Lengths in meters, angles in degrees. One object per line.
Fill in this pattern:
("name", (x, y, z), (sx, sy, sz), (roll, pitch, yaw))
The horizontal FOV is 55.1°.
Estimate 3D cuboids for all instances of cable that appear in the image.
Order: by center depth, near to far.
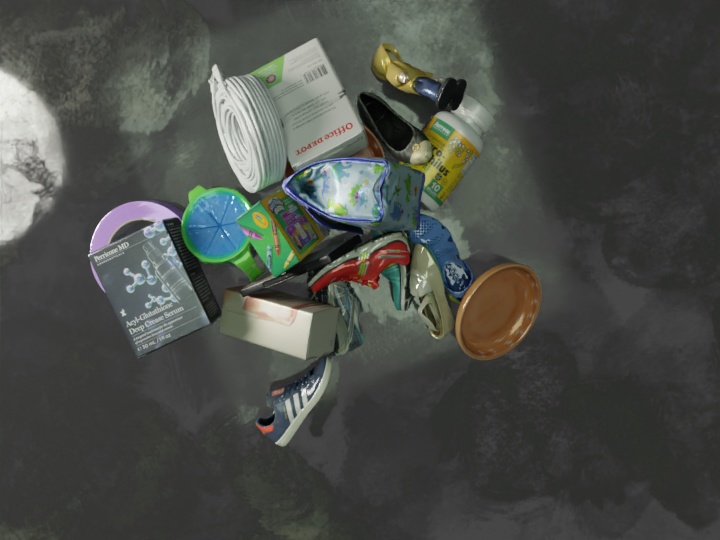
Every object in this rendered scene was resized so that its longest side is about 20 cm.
("cable", (-0.198, -0.244, 1.229), (0.068, 0.202, 0.201), (-22, 55, -24))

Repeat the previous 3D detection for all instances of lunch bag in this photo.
("lunch bag", (-0.011, -0.130, 1.188), (0.197, 0.169, 0.130), (10, 93, 27))

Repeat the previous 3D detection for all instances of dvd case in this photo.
("dvd case", (-0.106, -0.009, 1.244), (0.198, 0.143, 0.018), (-20, 98, 26))

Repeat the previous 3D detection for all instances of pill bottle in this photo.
("pill bottle", (0.156, -0.219, 1.277), (0.112, 0.113, 0.201), (38, 94, -5))

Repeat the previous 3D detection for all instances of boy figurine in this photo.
("boy figurine", (0.100, -0.353, 1.255), (0.199, 0.123, 0.065), (40, 122, 34))

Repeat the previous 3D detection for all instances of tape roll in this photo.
("tape roll", (-0.404, -0.030, 1.309), (0.196, 0.066, 0.204), (0, 97, -2))

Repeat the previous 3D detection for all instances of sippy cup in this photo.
("sippy cup", (-0.244, -0.067, 1.267), (0.137, 0.130, 0.181), (-3, 77, 4))

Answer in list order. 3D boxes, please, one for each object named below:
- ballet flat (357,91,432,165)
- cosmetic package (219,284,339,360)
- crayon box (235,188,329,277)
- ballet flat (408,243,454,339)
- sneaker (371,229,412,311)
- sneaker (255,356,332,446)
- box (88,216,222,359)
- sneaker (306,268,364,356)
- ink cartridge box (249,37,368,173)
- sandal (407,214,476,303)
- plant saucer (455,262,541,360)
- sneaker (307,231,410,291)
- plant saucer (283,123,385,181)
("ballet flat", (0.056, -0.254, 1.249), (0.067, 0.057, 0.200), (-48, 58, 6))
("cosmetic package", (-0.149, 0.091, 1.269), (0.197, 0.103, 0.089), (14, 99, 26))
("crayon box", (-0.131, -0.077, 1.215), (0.058, 0.200, 0.120), (-31, 97, 19))
("ballet flat", (0.128, 0.046, 1.297), (0.069, 0.070, 0.202), (-24, 119, 1))
("sneaker", (0.058, -0.020, 1.328), (0.078, 0.077, 0.204), (-12, 92, 19))
("sneaker", (-0.132, 0.242, 1.341), (0.084, 0.075, 0.201), (33, 95, -9))
("box", (-0.361, 0.027, 1.231), (0.147, 0.107, 0.203), (-24, 96, 2))
("sneaker", (-0.044, 0.061, 1.333), (0.085, 0.077, 0.204), (-5, 81, -38))
("ink cartridge box", (-0.092, -0.289, 1.249), (0.144, 0.084, 0.202), (-26, 78, 2))
("sandal", (0.162, -0.021, 1.314), (0.079, 0.087, 0.201), (-38, 94, 5))
("plant saucer", (0.258, 0.075, 1.311), (0.197, 0.037, 0.203), (-15, 122, -25))
("sneaker", (0.000, 0.000, 1.251), (0.197, 0.077, 0.086), (-25, 93, 1))
("plant saucer", (-0.048, -0.190, 1.316), (0.196, 0.032, 0.204), (0, 96, -2))
